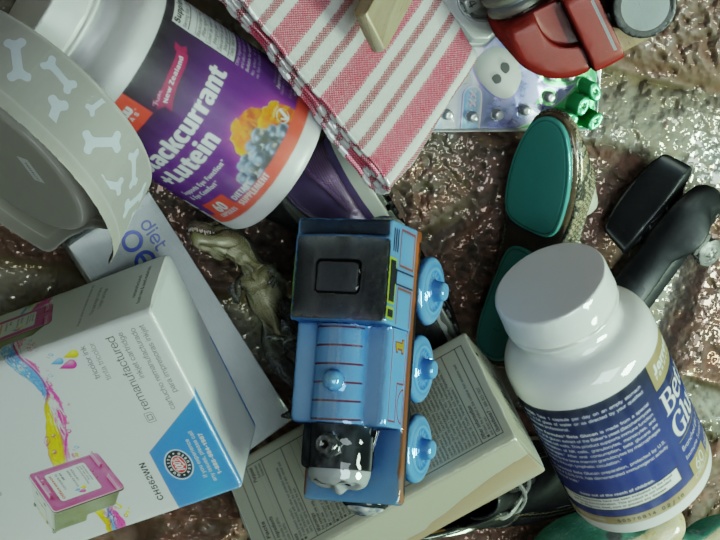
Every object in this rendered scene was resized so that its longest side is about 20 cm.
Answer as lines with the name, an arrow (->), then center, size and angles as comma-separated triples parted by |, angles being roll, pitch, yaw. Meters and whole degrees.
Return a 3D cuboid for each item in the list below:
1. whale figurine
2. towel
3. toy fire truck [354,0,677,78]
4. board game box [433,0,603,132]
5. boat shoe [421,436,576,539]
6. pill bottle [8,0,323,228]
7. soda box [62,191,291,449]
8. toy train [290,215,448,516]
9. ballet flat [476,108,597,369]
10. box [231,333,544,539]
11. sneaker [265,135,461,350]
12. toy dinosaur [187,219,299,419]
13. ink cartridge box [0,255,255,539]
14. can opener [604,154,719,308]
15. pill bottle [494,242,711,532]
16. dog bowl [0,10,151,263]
whale figurine -> 0.200, 0.227, 1.653 | 0.199, 0.104, 0.160 | -18, 140, -36
towel -> -0.011, -0.168, 1.434 | 0.200, 0.030, 0.147 | 51, 52, -21
toy fire truck -> 0.093, -0.197, 1.455 | 0.199, 0.129, 0.177 | -28, 113, 1
board game box -> 0.087, -0.195, 1.524 | 0.199, 0.026, 0.201 | -2, 105, -20
boat shoe -> 0.098, 0.166, 1.606 | 0.199, 0.068, 0.072 | -1, 105, -22
pill bottle -> -0.132, -0.121, 1.417 | 0.199, 0.111, 0.112 | 32, 92, -24
soda box -> -0.128, 0.036, 1.487 | 0.068, 0.063, 0.201 | -34, 113, -8
toy train -> 0.001, 0.060, 1.428 | 0.114, 0.086, 0.201 | 20, 74, -66
ballet flat -> 0.136, -0.024, 1.573 | 0.075, 0.068, 0.201 | -7, 117, -44
box -> 0.016, 0.139, 1.514 | 0.199, 0.095, 0.078 | -29, 151, 8
sneaker -> 0.000, 0.000, 1.532 | 0.087, 0.076, 0.201 | -30, 110, 6
toy dinosaur -> -0.051, 0.047, 1.490 | 0.047, 0.088, 0.200 | -27, 121, 6
ink cartridge box -> -0.190, 0.097, 1.428 | 0.199, 0.085, 0.145 | -20, 113, 14
can opener -> 0.200, 0.014, 1.614 | 0.201, 0.078, 0.063 | -58, 152, 6
pill bottle -> 0.167, 0.080, 1.528 | 0.111, 0.111, 0.200 | -35, 125, -8
dog bowl -> -0.215, -0.089, 1.355 | 0.200, 0.200, 0.059 | 47, 68, -24
